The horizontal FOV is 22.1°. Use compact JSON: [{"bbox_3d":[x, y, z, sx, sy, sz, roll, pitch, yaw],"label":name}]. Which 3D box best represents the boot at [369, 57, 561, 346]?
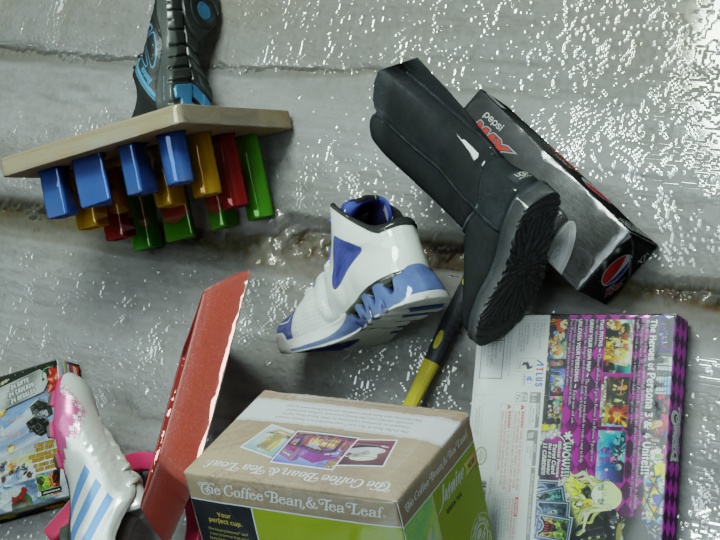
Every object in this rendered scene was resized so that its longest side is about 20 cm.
[{"bbox_3d":[0.072,-0.058,1.541,0.200,0.066,0.165,44,131,32],"label":"boot"}]

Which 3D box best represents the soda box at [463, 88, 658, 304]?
[{"bbox_3d":[0.154,-0.063,1.561,0.071,0.063,0.200,-49,59,11],"label":"soda box"}]

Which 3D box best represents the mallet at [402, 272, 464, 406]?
[{"bbox_3d":[0.066,0.090,1.592,0.066,0.041,0.200,32,91,33],"label":"mallet"}]

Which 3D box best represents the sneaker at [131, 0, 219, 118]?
[{"bbox_3d":[-0.189,-0.219,1.786,0.082,0.073,0.201,-20,54,37],"label":"sneaker"}]

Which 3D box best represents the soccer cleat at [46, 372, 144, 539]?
[{"bbox_3d":[-0.233,0.189,1.686,0.086,0.070,0.201,-11,76,9],"label":"soccer cleat"}]

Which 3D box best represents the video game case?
[{"bbox_3d":[0.174,0.135,1.514,0.181,0.036,0.201,-2,77,30],"label":"video game case"}]

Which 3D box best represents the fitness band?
[{"bbox_3d":[-0.219,0.261,1.715,0.200,0.037,0.144,-46,63,14],"label":"fitness band"}]

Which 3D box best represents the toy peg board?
[{"bbox_3d":[-0.186,-0.079,1.696,0.199,0.199,0.098,-14,86,27],"label":"toy peg board"}]

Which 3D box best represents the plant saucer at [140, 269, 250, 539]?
[{"bbox_3d":[-0.148,0.118,1.600,0.037,0.200,0.201,17,65,-6],"label":"plant saucer"}]

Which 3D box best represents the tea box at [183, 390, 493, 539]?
[{"bbox_3d":[-0.010,0.219,1.492,0.199,0.134,0.197,5,121,30],"label":"tea box"}]

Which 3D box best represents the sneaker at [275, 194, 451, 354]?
[{"bbox_3d":[0.000,0.000,1.590,0.199,0.080,0.116,-29,68,52],"label":"sneaker"}]

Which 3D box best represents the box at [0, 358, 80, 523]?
[{"bbox_3d":[-0.359,0.178,1.812,0.199,0.040,0.137,-17,71,26],"label":"box"}]
